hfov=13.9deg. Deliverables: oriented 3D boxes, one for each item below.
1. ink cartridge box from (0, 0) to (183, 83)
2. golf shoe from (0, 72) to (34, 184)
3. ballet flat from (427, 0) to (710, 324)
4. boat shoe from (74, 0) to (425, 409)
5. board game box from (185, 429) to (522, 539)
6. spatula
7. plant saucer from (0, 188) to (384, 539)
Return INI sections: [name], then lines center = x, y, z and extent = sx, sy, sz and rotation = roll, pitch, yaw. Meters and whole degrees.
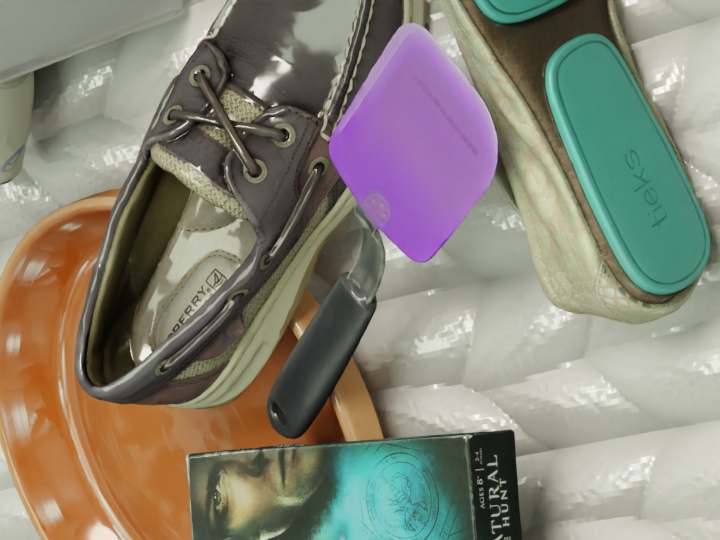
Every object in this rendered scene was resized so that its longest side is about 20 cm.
[ink cartridge box]
center = -0.180, -0.164, 1.037
extent = 0.200, 0.145, 0.146
rotation = 24, 125, 34
[golf shoe]
center = -0.206, -0.088, 1.156
extent = 0.200, 0.078, 0.097
rotation = 23, 130, 37
[ballet flat]
center = 0.048, -0.074, 0.921
extent = 0.062, 0.067, 0.200
rotation = -8, 103, 56
[boat shoe]
center = -0.041, -0.036, 0.999
extent = 0.072, 0.065, 0.200
rotation = 37, 116, 22
[board game box]
center = 0.002, 0.158, 1.015
extent = 0.135, 0.028, 0.201
rotation = -7, 86, 42
[spatula]
center = 0.000, 0.000, 0.974
extent = 0.057, 0.021, 0.200
rotation = 52, 148, 20
[plant saucer]
center = -0.063, 0.064, 1.117
extent = 0.200, 0.032, 0.201
rotation = 20, 121, 36
